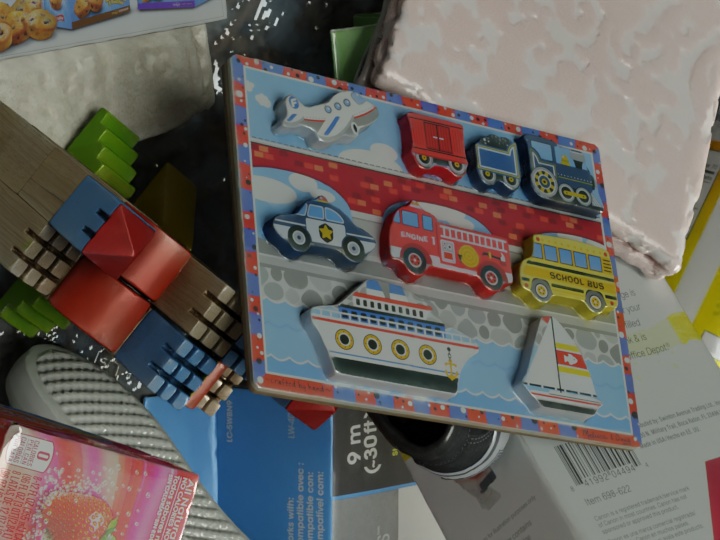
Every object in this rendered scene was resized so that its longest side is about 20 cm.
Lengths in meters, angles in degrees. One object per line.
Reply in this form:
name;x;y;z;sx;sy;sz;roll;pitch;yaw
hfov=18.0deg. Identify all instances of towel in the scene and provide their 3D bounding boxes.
towel;0.099;-0.121;1.100;0.191;0.032;0.200;30;60;-22
towel;-0.155;-0.108;0.979;0.200;0.034;0.133;-17;107;-34

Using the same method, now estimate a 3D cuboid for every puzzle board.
puzzle board;0.035;-0.007;0.971;0.200;0.017;0.151;11;60;-32

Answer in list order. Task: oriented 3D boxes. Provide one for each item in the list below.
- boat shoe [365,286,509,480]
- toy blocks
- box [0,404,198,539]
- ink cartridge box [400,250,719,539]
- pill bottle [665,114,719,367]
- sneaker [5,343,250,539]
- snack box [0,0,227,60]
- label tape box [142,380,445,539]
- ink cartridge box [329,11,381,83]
boat shoe;0.000;0.000;0.998;0.200;0.070;0.066;67;17;16
toy blocks;-0.091;0.010;0.960;0.100;0.137;0.200;-51;139;-2
box;-0.152;0.153;0.874;0.095;0.103;0.200;21;84;-40
ink cartridge box;0.095;0.066;1.074;0.145;0.083;0.200;-11;64;-40
pill bottle;0.200;-0.004;1.231;0.109;0.109;0.200;35;77;-37
sneaker;-0.108;0.127;1.036;0.082;0.074;0.200;-34;102;18
snack box;-0.146;-0.125;0.945;0.200;0.024;0.072;-15;106;-35
label tape box;-0.006;0.123;1.119;0.200;0.063;0.144;-7;102;-38
ink cartridge box;0.052;-0.079;1.130;0.200;0.059;0.104;-12;103;-37
